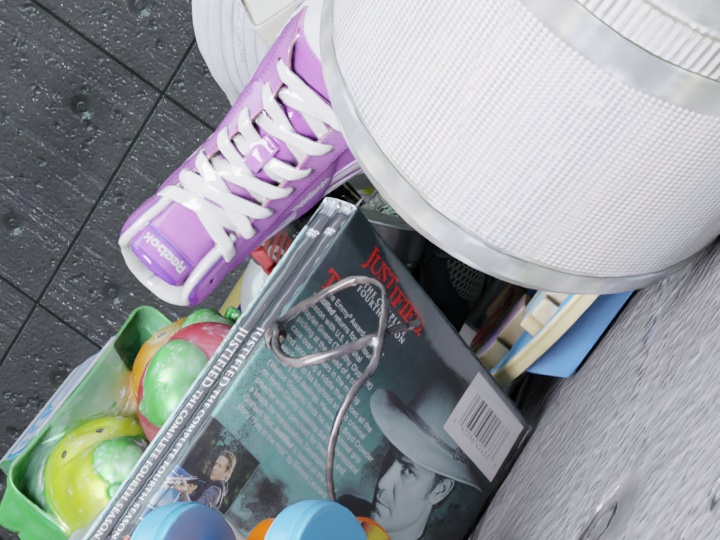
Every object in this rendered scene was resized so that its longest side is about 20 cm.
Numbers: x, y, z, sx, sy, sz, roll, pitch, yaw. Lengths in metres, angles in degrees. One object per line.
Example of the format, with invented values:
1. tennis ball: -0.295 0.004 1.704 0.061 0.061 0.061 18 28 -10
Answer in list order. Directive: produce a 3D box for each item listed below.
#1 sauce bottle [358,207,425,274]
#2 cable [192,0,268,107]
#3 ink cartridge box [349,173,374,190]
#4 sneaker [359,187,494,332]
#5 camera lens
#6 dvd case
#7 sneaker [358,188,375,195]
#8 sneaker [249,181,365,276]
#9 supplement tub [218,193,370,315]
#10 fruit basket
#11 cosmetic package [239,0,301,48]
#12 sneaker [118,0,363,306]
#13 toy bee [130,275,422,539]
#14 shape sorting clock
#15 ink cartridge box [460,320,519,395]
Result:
1. sauce bottle: -0.016 0.076 0.705 0.065 0.064 0.202 -63 -13 -81
2. cable: -0.017 -0.178 0.967 0.201 0.069 0.200 -63 -19 -4
3. ink cartridge box: 0.057 -0.106 1.132 0.198 0.085 0.144 -12 4 2
4. sneaker: 0.034 -0.021 0.803 0.114 0.076 0.199 -48 0 4
5. camera lens: 0.086 -0.100 0.559 0.160 0.159 0.200 -56 1 -38
6. dvd case: -0.026 0.096 0.644 0.022 0.146 0.201 18 67 45
7. sneaker: 0.002 -0.037 1.274 0.077 0.199 0.085 -57 24 -6
8. sneaker: 0.000 0.000 0.964 0.071 0.201 0.098 -32 3 -33
9. supplement tub: -0.029 0.058 1.195 0.200 0.145 0.146 -55 1 45
10. fruit basket: -0.090 0.061 0.846 0.200 0.093 0.186 -49 5 48
11. cosmetic package: 0.030 -0.105 0.893 0.103 0.200 0.073 -33 44 9
12. sneaker: -0.044 -0.043 0.790 0.114 0.073 0.201 -48 0 -36
13. toy bee: -0.014 0.111 0.548 0.130 0.109 0.200 12 47 48
14. shape sorting clock: 0.108 -0.031 0.756 0.201 0.039 0.200 -56 1 2
15. ink cartridge box: -0.022 0.114 0.863 0.148 0.085 0.200 -56 3 -39
